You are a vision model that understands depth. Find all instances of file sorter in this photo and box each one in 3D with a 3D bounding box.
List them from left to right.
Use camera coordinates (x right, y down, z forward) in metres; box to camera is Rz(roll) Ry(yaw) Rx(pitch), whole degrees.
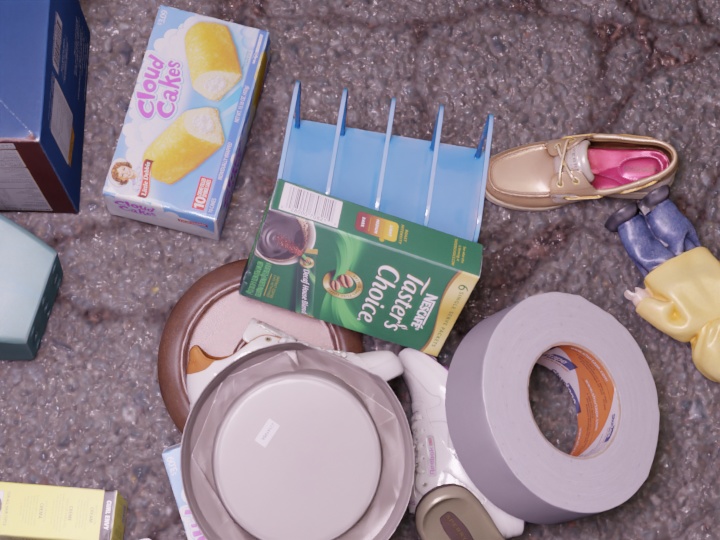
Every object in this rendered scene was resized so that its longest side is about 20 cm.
[{"bbox_3d":[0.019,-0.086,1.278,0.197,0.123,0.141,9,70,0],"label":"file sorter"}]

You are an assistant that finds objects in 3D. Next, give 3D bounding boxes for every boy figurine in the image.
[{"bbox_3d":[0.322,0.016,1.317,0.123,0.065,0.202,-29,78,-10],"label":"boy figurine"}]

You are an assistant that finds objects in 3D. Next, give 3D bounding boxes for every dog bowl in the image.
[{"bbox_3d":[-0.054,0.160,1.160,0.197,0.059,0.204,0,88,-5],"label":"dog bowl"}]

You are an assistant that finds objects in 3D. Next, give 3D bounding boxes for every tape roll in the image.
[{"bbox_3d":[0.176,0.125,1.239,0.198,0.066,0.204,10,69,-26],"label":"tape roll"}]

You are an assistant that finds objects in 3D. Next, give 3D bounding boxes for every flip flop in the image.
[{"bbox_3d":[0.122,0.273,1.211,0.081,0.058,0.201,-38,109,-2],"label":"flip flop"}]

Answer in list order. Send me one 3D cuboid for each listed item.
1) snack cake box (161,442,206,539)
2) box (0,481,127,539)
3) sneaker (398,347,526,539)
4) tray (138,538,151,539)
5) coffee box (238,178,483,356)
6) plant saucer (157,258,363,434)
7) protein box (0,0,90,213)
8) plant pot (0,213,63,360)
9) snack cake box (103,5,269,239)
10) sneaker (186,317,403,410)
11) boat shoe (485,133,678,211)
[{"bbox_3d":[-0.096,0.239,1.217,0.113,0.067,0.203,-18,88,-8],"label":"snack cake box"},{"bbox_3d":[-0.315,0.220,1.232,0.197,0.075,0.051,4,72,0],"label":"box"},{"bbox_3d":[0.073,0.167,1.259,0.099,0.075,0.202,-25,77,-10],"label":"sneaker"},{"bbox_3d":[-0.211,0.349,1.210,0.106,0.022,0.203,-15,87,-7],"label":"tray"},{"bbox_3d":[0.000,0.000,1.225,0.197,0.124,0.044,18,46,-8],"label":"coffee box"},{"bbox_3d":[-0.094,0.087,1.281,0.197,0.034,0.204,0,85,-3],"label":"plant saucer"},{"bbox_3d":[-0.338,-0.178,1.274,0.133,0.200,0.202,1,74,-2],"label":"protein box"},{"bbox_3d":[-0.385,0.005,1.260,0.197,0.141,0.143,18,74,-5],"label":"plant pot"},{"bbox_3d":[-0.168,-0.144,1.333,0.113,0.067,0.203,14,74,1],"label":"snack cake box"},{"bbox_3d":[-0.061,0.080,1.229,0.197,0.073,0.086,-9,88,-4],"label":"sneaker"},{"bbox_3d":[0.217,-0.104,1.342,0.197,0.069,0.075,-6,76,-2],"label":"boat shoe"}]
